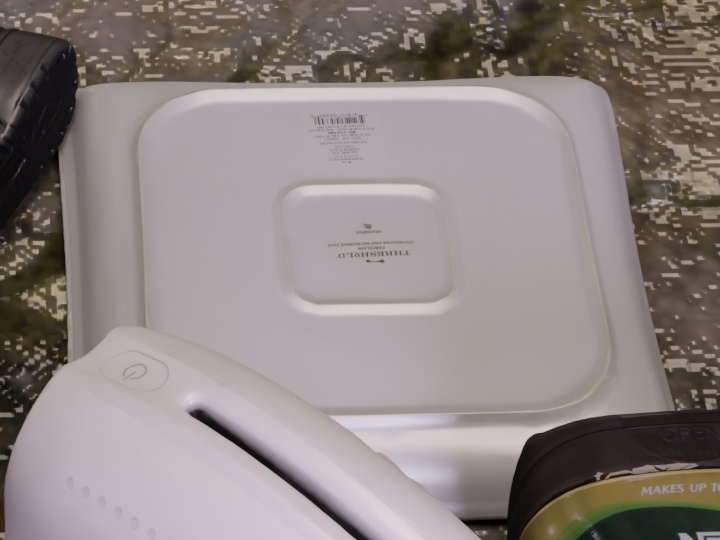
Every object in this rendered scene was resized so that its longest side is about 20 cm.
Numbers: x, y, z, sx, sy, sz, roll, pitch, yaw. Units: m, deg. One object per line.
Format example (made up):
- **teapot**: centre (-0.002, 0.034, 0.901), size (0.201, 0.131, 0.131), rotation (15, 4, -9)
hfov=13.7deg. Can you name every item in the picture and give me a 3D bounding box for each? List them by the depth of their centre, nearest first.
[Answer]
- **photo printer**: centre (-0.019, 0.117, 0.768), size (0.166, 0.201, 0.069), rotation (36, 53, 25)
- **coffee jar**: centre (0.102, 0.130, 0.846), size (0.104, 0.086, 0.201), rotation (-2, 47, -9)
- **square plate**: centre (0.000, 0.000, 0.999), size (0.199, 0.029, 0.199), rotation (-1, 47, -6)
- **sneaker**: centre (-0.167, -0.043, 1.007), size (0.104, 0.060, 0.200), rotation (18, 45, 14)
